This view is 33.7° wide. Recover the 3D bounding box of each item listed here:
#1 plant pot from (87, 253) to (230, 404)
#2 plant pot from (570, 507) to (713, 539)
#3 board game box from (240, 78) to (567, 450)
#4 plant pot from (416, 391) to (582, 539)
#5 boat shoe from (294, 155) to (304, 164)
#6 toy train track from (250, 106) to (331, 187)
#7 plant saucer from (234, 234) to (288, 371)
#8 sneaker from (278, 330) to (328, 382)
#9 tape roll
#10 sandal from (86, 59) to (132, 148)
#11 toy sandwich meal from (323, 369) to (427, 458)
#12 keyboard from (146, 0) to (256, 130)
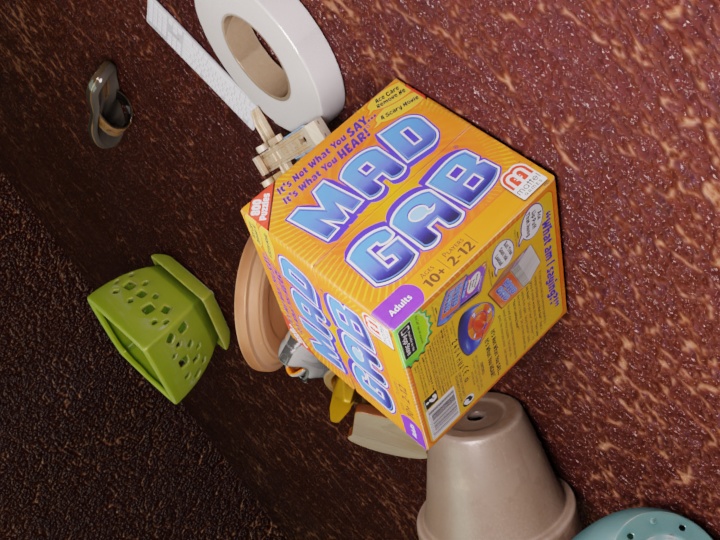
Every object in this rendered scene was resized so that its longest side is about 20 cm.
[{"bbox_3d":[-0.373,0.099,2.283,0.199,0.181,0.200,37,158,33],"label":"plant pot"},{"bbox_3d":[0.296,0.341,1.238,0.200,0.200,0.162,42,149,18],"label":"plant pot"},{"bbox_3d":[0.047,-0.006,1.092,0.199,0.200,0.201,37,159,33],"label":"board game box"},{"bbox_3d":[0.153,0.248,1.414,0.200,0.199,0.176,21,130,54],"label":"plant pot"},{"bbox_3d":[-0.068,-0.087,1.407,0.072,0.066,0.200,49,161,2],"label":"boat shoe"},{"bbox_3d":[-0.083,-0.127,1.285,0.115,0.032,0.200,59,157,-7],"label":"toy train track"},{"bbox_3d":[-0.111,0.033,1.575,0.032,0.202,0.201,3,141,20],"label":"plant saucer"},{"bbox_3d":[-0.064,0.114,1.594,0.074,0.080,0.200,35,173,23],"label":"sneaker"},{"bbox_3d":[-0.096,-0.231,1.237,0.203,0.037,0.203,42,160,20],"label":"tape roll"},{"bbox_3d":[-0.374,-0.245,1.812,0.054,0.082,0.200,24,151,3],"label":"sandal"},{"bbox_3d":[0.039,0.172,1.486,0.203,0.071,0.206,10,157,4],"label":"toy sandwich meal"},{"bbox_3d":[-0.194,-0.254,1.453,0.200,0.011,0.056,46,161,9],"label":"keyboard"}]
